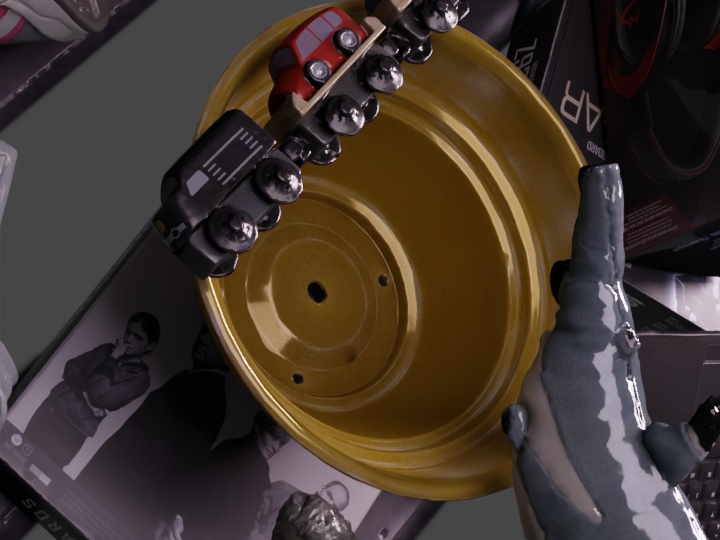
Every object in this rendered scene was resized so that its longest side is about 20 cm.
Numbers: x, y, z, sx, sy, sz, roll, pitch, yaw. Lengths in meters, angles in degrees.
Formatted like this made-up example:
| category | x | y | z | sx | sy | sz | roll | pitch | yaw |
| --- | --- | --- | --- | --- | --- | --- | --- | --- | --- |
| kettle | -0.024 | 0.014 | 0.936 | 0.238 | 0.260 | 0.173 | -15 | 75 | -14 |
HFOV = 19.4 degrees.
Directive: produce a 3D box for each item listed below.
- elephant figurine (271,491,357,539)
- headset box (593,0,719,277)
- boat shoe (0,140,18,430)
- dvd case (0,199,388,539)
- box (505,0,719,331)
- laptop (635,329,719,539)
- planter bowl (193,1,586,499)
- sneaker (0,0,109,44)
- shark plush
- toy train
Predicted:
| category | x | y | z | sx | sy | sz | roll | pitch | yaw |
| --- | --- | --- | --- | --- | --- | --- | --- | --- | --- |
| elephant figurine | 0.036 | 0.171 | 0.821 | 0.141 | 0.155 | 0.200 | -10 | 89 | -14 |
| headset box | 0.182 | -0.094 | 0.948 | 0.075 | 0.149 | 0.200 | 7 | 71 | -32 |
| boat shoe | -0.159 | 0.033 | 0.775 | 0.071 | 0.070 | 0.201 | 12 | 65 | -20 |
| dvd case | -0.050 | 0.051 | 0.876 | 0.150 | 0.025 | 0.200 | 45 | 55 | -14 |
| box | 0.153 | -0.043 | 1.033 | 0.200 | 0.044 | 0.160 | 31 | 60 | -23 |
| laptop | 0.174 | 0.136 | 0.947 | 0.177 | 0.103 | 0.200 | 1 | 105 | -35 |
| planter bowl | 0.000 | 0.000 | 0.850 | 0.200 | 0.083 | 0.200 | 12 | 68 | -31 |
| sneaker | -0.178 | -0.106 | 0.805 | 0.200 | 0.121 | 0.084 | -14 | 89 | -77 |
| shark plush | 0.105 | 0.063 | 0.786 | 0.091 | 0.083 | 0.200 | 11 | 78 | -52 |
| toy train | -0.012 | -0.072 | 0.786 | 0.046 | 0.034 | 0.200 | 42 | 56 | -1 |
